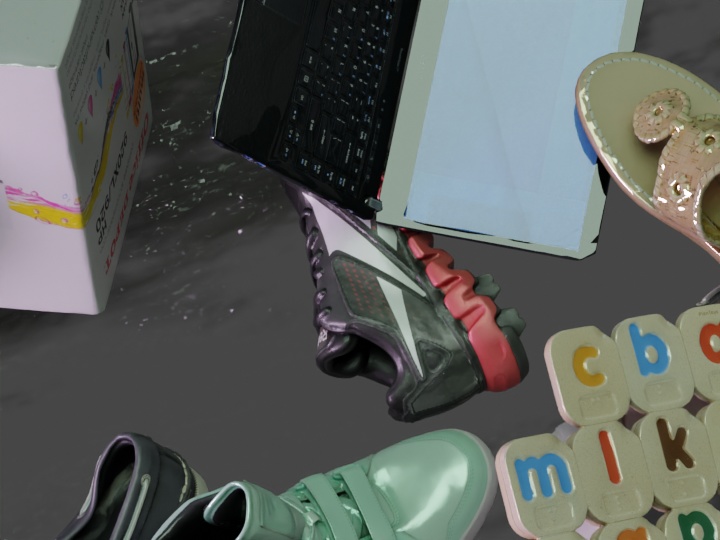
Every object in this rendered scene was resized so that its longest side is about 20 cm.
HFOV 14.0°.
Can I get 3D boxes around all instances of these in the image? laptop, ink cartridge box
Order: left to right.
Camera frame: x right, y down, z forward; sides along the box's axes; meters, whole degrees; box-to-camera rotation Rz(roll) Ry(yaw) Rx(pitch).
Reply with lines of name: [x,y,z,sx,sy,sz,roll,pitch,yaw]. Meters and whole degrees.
ink cartridge box: [-0.198,-0.098,1.543,0.144,0.201,0.148,6,52,7]
laptop: [0.039,-0.118,1.502,0.103,0.200,0.178,-1,71,41]

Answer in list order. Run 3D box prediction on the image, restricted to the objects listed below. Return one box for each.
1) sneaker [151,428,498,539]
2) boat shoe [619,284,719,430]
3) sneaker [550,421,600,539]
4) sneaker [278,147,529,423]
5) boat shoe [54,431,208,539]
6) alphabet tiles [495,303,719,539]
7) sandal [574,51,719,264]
sneaker: [-0.019,0.130,1.482,0.200,0.118,0.074,-30,65,-8]
boat shoe: [0.213,0.030,1.541,0.200,0.057,0.067,-36,103,-5]
sneaker: [0.102,0.172,1.473,0.084,0.073,0.201,-9,67,0]
sneaker: [0.000,0.000,1.562,0.098,0.071,0.201,-34,68,-11]
boat shoe: [-0.161,0.167,1.499,0.073,0.063,0.200,30,77,41]
alphabet tiles: [0.162,0.118,1.459,0.199,0.015,0.197,-9,79,-28]
sandal: [0.193,-0.040,1.479,0.077,0.070,0.212,-32,78,-16]
